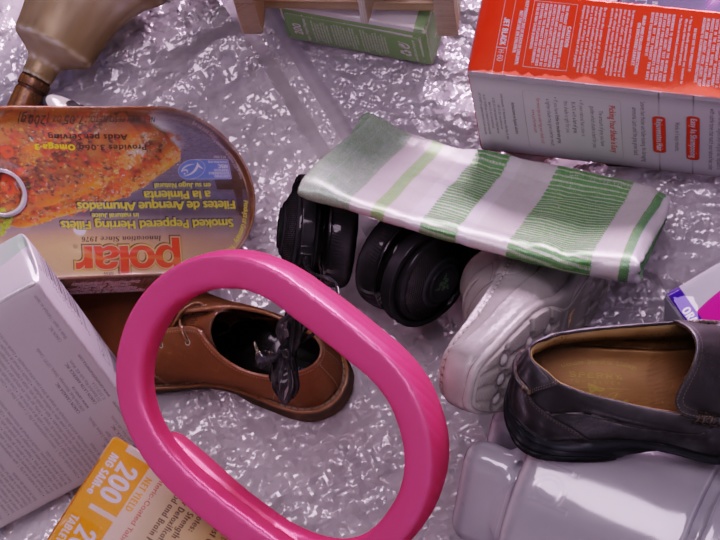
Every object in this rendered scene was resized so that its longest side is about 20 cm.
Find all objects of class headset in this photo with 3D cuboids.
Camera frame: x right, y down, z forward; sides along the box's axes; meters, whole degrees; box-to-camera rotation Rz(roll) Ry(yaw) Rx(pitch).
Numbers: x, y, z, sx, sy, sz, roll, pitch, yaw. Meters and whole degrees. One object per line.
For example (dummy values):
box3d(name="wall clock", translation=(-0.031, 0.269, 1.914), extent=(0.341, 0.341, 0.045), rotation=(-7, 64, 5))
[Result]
box3d(name="headset", translation=(0.000, 0.000, 1.302), extent=(0.123, 0.095, 0.200), rotation=(19, 29, 17))

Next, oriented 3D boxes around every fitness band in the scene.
box3d(name="fitness band", translation=(-0.045, 0.077, 1.202), extent=(0.199, 0.037, 0.144), rotation=(37, 109, 15))

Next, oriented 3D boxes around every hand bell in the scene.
box3d(name="hand bell", translation=(-0.213, -0.113, 1.421), extent=(0.104, 0.104, 0.201), rotation=(25, 85, 18))

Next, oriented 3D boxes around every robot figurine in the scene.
box3d(name="robot figurine", translation=(0.152, 0.145, 1.220), extent=(0.199, 0.114, 0.170), rotation=(21, 39, 16))

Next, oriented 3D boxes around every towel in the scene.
box3d(name="towel", translation=(0.078, -0.044, 1.294), extent=(0.198, 0.153, 0.024), rotation=(17, 111, 9))

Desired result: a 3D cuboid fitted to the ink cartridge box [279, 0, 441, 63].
box3d(name="ink cartridge box", translation=(-0.030, -0.224, 1.449), extent=(0.198, 0.048, 0.147), rotation=(12, 68, 14))

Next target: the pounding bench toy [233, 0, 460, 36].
box3d(name="pounding bench toy", translation=(-0.014, -0.263, 1.371), extent=(0.154, 0.124, 0.202), rotation=(2, 66, 7))

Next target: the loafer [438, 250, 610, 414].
box3d(name="loafer", translation=(0.085, 0.023, 1.267), extent=(0.069, 0.070, 0.200), rotation=(21, 27, 18))

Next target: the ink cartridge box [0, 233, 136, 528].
box3d(name="ink cartridge box", translation=(-0.239, 0.087, 1.281), extent=(0.199, 0.161, 0.050), rotation=(-27, 44, 3))

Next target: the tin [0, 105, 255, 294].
box3d(name="tin", translation=(-0.160, -0.040, 1.318), extent=(0.198, 0.042, 0.113), rotation=(-1, 63, -26))

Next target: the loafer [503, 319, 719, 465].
box3d(name="loafer", translation=(0.175, 0.059, 1.162), extent=(0.198, 0.072, 0.073), rotation=(-8, 61, -2))

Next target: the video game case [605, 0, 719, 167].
box3d(name="video game case", translation=(0.257, -0.127, 1.379), extent=(0.198, 0.019, 0.144), rotation=(3, 66, 11))

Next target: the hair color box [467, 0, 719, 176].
box3d(name="hair color box", translation=(0.169, -0.109, 1.319), extent=(0.198, 0.102, 0.062), rotation=(8, 67, 11))

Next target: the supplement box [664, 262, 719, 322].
box3d(name="supplement box", translation=(0.283, 0.022, 1.263), extent=(0.199, 0.104, 0.102), rotation=(-30, 64, -7))

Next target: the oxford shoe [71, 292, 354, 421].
box3d(name="oxford shoe", translation=(-0.103, 0.036, 1.332), extent=(0.198, 0.071, 0.072), rotation=(9, 69, 14))

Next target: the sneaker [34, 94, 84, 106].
box3d(name="sneaker", translation=(-0.216, -0.019, 1.357), extent=(0.087, 0.076, 0.201), rotation=(37, 63, -12))

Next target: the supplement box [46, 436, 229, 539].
box3d(name="supplement box", translation=(-0.088, 0.201, 1.253), extent=(0.199, 0.074, 0.127), rotation=(27, 72, 18))
